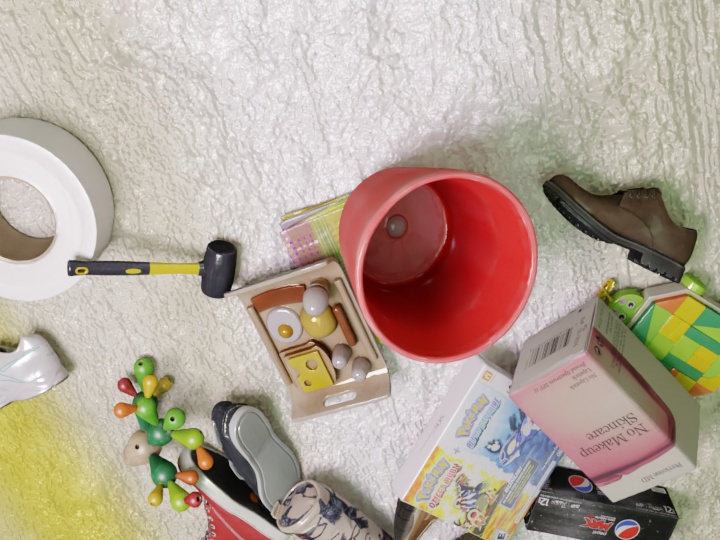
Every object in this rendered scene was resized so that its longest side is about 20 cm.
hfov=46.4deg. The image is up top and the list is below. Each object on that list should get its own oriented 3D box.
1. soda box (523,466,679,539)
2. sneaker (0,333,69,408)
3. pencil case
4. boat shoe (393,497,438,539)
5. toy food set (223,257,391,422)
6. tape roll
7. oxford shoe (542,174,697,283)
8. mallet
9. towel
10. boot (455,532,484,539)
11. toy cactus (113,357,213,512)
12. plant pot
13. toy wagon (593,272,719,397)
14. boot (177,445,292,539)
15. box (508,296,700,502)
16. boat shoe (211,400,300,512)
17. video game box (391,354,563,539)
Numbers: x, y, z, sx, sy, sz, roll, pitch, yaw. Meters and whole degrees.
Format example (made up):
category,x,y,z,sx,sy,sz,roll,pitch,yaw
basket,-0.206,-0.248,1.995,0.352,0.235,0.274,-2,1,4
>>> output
category,x,y,z,sx,sy,sz,roll,pitch,yaw
soda box,0.321,0.323,1.140,0.195,0.064,0.072,12,116,-3
sneaker,-0.475,0.143,1.091,0.197,0.070,0.082,-24,97,9
pencil case,-0.028,0.363,1.146,0.089,0.079,0.200,-33,120,26
boat shoe,0.104,0.296,1.131,0.072,0.076,0.203,17,114,-12
toy food set,-0.062,0.089,1.028,0.141,0.061,0.203,-17,113,18
tape roll,-0.392,-0.069,0.980,0.197,0.071,0.207,1,114,1
oxford shoe,0.299,-0.068,0.968,0.197,0.073,0.086,26,97,-12
mallet,-0.243,0.007,0.994,0.195,0.041,0.067,-6,122,-20
towel,0.000,0.000,1.026,0.141,0.023,0.203,-21,113,10
boot,0.203,0.449,1.180,0.198,0.067,0.175,35,147,-11
toy cactus,-0.272,0.223,1.084,0.165,0.101,0.203,-38,78,46
plant pot,0.064,-0.026,0.906,0.196,0.177,0.205,-5,109,-16
toy wagon,0.376,0.079,1.040,0.197,0.040,0.157,29,112,-11
boot,-0.207,0.340,1.165,0.143,0.073,0.200,-37,112,19
box,0.295,0.157,1.012,0.200,0.110,0.127,44,130,-9
boat shoe,-0.138,0.248,1.125,0.059,0.076,0.203,13,133,38
video game box,0.163,0.231,1.068,0.180,0.047,0.203,29,95,-22
